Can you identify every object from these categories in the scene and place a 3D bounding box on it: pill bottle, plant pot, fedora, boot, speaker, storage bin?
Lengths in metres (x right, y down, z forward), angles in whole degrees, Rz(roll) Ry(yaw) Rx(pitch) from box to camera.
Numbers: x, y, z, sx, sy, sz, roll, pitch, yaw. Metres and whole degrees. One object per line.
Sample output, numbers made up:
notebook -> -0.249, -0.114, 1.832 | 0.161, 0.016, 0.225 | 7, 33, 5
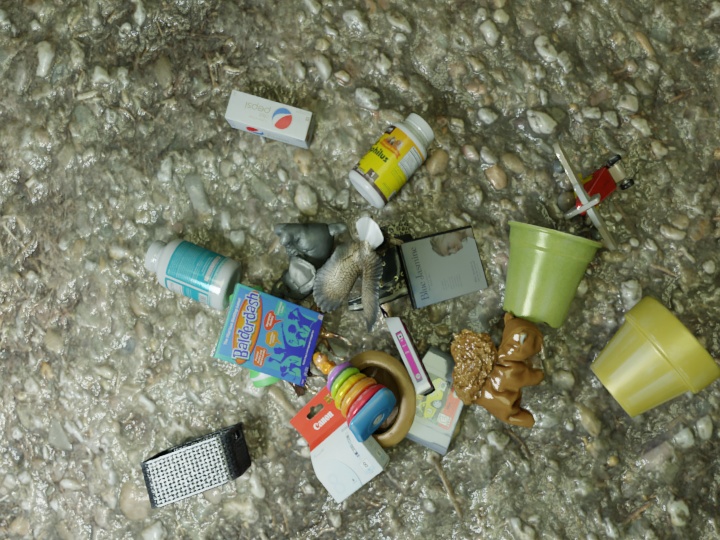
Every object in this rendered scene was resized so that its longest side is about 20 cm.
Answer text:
pill bottle -> 0.073, -0.246, 1.225 | 0.109, 0.109, 0.201 | 42, 87, 5
plant pot -> 0.589, 0.191, 1.139 | 0.189, 0.200, 0.202 | -43, 85, 13
fedora -> 0.038, 0.270, 1.183 | 0.193, 0.082, 0.209 | 1, 94, 18
plant pot -> 0.384, 0.011, 1.166 | 0.193, 0.200, 0.191 | 15, 96, 3
boot -> 0.046, -0.008, 1.220 | 0.197, 0.073, 0.159 | -20, 87, -8
speaker -> -0.223, 0.143, 1.203 | 0.085, 0.088, 0.207 | -16, 90, 0
pill bottle -> -0.368, 0.001, 1.214 | 0.194, 0.111, 0.114 | 22, 86, 3
storage bin -> -0.341, 0.407, 1.163 | 0.193, 0.135, 0.097 | -19, 84, 0

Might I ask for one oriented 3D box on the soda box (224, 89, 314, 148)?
soda box -> -0.205, -0.345, 1.265 | 0.193, 0.064, 0.071 | 17, 85, 2

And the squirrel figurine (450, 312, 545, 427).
squirrel figurine -> 0.280, 0.185, 1.122 | 0.192, 0.143, 0.193 | 11, 113, -5

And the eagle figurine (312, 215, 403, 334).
eagle figurine -> 0.005, 0.005, 1.121 | 0.149, 0.151, 0.203 | 37, 74, -16

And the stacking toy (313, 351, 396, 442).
stacking toy -> -0.029, 0.232, 1.118 | 0.109, 0.117, 0.199 | -41, 59, -14

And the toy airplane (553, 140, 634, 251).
toy airplane -> 0.481, -0.157, 1.191 | 0.194, 0.140, 0.208 | 15, 69, -29

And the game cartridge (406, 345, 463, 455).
game cartridge -> 0.161, 0.280, 1.213 | 0.129, 0.041, 0.206 | 21, 86, 7

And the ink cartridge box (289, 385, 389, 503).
ink cartridge box -> -0.056, 0.368, 1.165 | 0.201, 0.047, 0.160 | 48, 121, 4

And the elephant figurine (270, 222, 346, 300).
elephant figurine -> -0.123, 0.000, 1.212 | 0.137, 0.153, 0.209 | -3, 95, -32

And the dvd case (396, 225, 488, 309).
dvd case -> 0.181, -0.010, 1.211 | 0.194, 0.017, 0.148 | -13, 85, -22

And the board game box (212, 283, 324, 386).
board game box -> -0.188, 0.134, 1.145 | 0.194, 0.045, 0.157 | 20, 77, -17

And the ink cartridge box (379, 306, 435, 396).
ink cartridge box -> 0.099, 0.164, 1.171 | 0.036, 0.095, 0.204 | -28, 71, 6

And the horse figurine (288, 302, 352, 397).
horse figurine -> -0.106, 0.180, 1.218 | 0.131, 0.050, 0.202 | 37, 92, 15
